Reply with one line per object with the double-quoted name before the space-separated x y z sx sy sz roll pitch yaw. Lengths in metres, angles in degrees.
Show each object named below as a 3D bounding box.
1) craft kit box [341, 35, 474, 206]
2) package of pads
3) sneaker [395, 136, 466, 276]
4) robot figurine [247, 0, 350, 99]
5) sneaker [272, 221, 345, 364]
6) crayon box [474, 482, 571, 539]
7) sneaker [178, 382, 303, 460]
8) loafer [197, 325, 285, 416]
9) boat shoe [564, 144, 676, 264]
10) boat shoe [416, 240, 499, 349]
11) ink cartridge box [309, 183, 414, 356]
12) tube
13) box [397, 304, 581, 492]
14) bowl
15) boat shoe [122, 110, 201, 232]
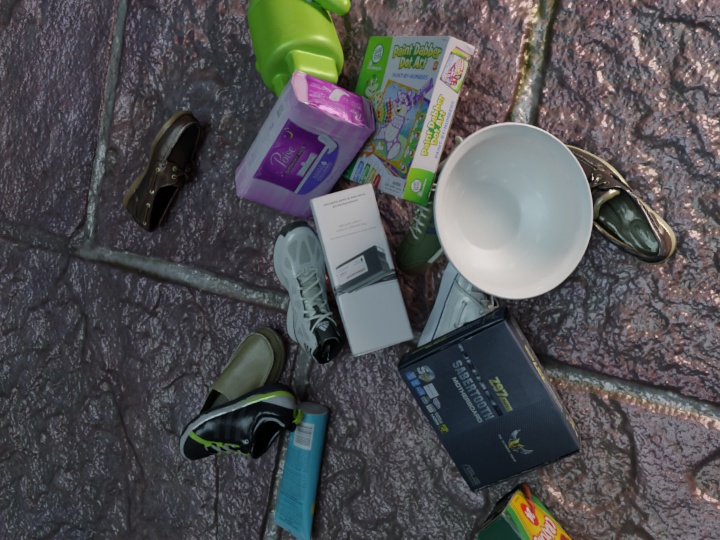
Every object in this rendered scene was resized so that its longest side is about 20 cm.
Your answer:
"craft kit box" 0.048 -0.200 0.949 0.200 0.048 0.199 28 102 58
"package of pads" -0.080 -0.162 0.986 0.200 0.120 0.076 -49 35 41
"sneaker" 0.096 -0.090 0.953 0.200 0.090 0.067 -49 38 14
"robot figurine" -0.092 -0.321 1.011 0.176 0.115 0.201 -51 48 46
"sneaker" -0.057 0.038 0.990 0.115 0.075 0.202 41 144 50
"crayon box" 0.236 0.369 0.890 0.051 0.127 0.200 -44 76 18
"sneaker" -0.173 0.233 1.040 0.199 0.072 0.083 -31 51 12
"loafer" -0.180 0.174 1.101 0.076 0.067 0.201 33 106 17
"boat shoe" 0.297 -0.086 0.886 0.200 0.065 0.073 42 107 18
"boat shoe" 0.142 0.050 0.953 0.086 0.074 0.203 26 104 22
"ink cartridge box" 0.000 0.000 0.960 0.084 0.145 0.202 -15 91 -2
"tube" -0.087 0.297 1.076 0.077 0.050 0.202 19 102 45
"box" 0.163 0.165 0.927 0.157 0.051 0.201 -28 100 21
"bowl" 0.168 -0.068 0.876 0.199 0.090 0.203 0 91 -13
"boat shoe" -0.300 -0.151 1.148 0.070 0.070 0.201 46 116 24
